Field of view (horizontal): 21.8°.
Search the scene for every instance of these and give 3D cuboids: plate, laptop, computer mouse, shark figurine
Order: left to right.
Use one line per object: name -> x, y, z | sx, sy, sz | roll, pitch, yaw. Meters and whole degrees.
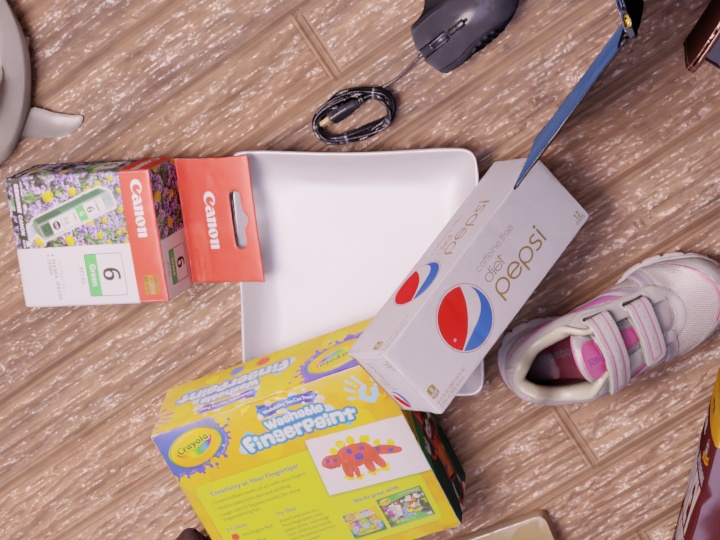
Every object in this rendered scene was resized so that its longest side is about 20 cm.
shark figurine -> -0.298, -0.165, 1.476 | 0.127, 0.090, 0.217 | -3, 105, 9
plate -> 0.000, 0.000, 1.490 | 0.198, 0.032, 0.202 | 0, 104, 11
computer mouse -> 0.040, -0.162, 1.441 | 0.200, 0.034, 0.059 | -40, 95, 17
laptop -> 0.139, -0.187, 1.336 | 0.115, 0.187, 0.202 | -17, 101, 13

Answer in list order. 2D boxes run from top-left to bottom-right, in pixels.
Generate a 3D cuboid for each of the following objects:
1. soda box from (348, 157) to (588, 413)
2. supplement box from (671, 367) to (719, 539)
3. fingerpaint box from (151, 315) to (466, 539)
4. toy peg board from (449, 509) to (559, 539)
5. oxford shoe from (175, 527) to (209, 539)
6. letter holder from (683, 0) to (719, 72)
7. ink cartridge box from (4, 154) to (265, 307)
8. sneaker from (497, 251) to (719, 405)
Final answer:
soda box -> 0.081, 0.010, 1.401 | 0.068, 0.064, 0.200 | 45, 70, -20
supplement box -> 0.343, 0.209, 1.428 | 0.195, 0.133, 0.202 | 15, 106, 7
fingerpaint box -> -0.039, 0.147, 1.490 | 0.198, 0.074, 0.168 | -20, 115, 18
toy peg board -> 0.093, 0.331, 1.523 | 0.198, 0.098, 0.201 | -21, 99, 15
oxford shoe -> -0.098, 0.299, 1.570 | 0.071, 0.073, 0.201 | -22, 118, 11
letter holder -> 0.323, -0.210, 1.320 | 0.100, 0.142, 0.201 | 31, 107, 1
ink cartridge box -> -0.181, -0.032, 1.489 | 0.198, 0.050, 0.110 | -2, 104, 23
sneaker -> 0.196, 0.056, 1.439 | 0.199, 0.088, 0.082 | -29, 98, 16
